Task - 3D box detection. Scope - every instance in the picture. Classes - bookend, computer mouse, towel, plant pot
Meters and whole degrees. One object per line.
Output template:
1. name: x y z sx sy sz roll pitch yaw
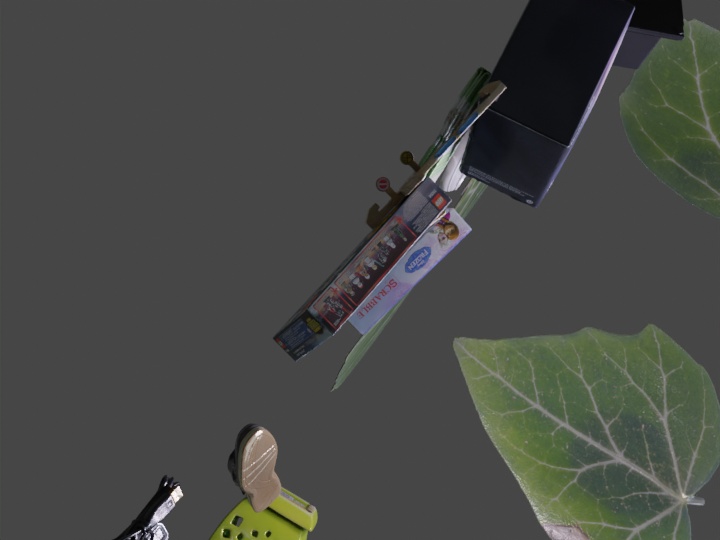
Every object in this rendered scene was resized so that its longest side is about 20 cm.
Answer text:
1. bookend: 0.339 -0.341 1.274 0.199 0.091 0.203 113 -17 -64
2. computer mouse: -0.230 0.289 0.965 0.110 0.044 0.201 -55 171 -44
3. towel: 0.105 -0.163 1.194 0.201 0.030 0.149 -58 176 14
4. plant pot: -0.203 0.567 2.080 0.183 0.197 0.200 -60 175 -6

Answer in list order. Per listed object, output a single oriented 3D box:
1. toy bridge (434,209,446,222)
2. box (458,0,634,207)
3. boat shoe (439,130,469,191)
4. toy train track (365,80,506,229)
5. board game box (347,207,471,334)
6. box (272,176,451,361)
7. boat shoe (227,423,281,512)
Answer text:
1. toy bridge: 0.053 -0.046 1.249 0.067 0.027 0.200 -38 -179 -15
2. box: 0.221 -0.214 1.160 0.202 0.122 0.199 -62 172 -14
3. boat shoe: 0.196 -0.198 1.494 0.201 0.068 0.072 -57 174 18
4. toy train track: 0.070 -0.126 0.988 0.200 0.033 0.115 -46 -176 0
5. board game box: 0.061 -0.006 1.324 0.200 0.041 0.200 -44 -176 4
6. box: 0.000 0.000 0.997 0.200 0.040 0.137 -48 -176 -26
7. boat shoe: -0.158 0.276 1.364 0.072 0.065 0.201 -42 151 -25
